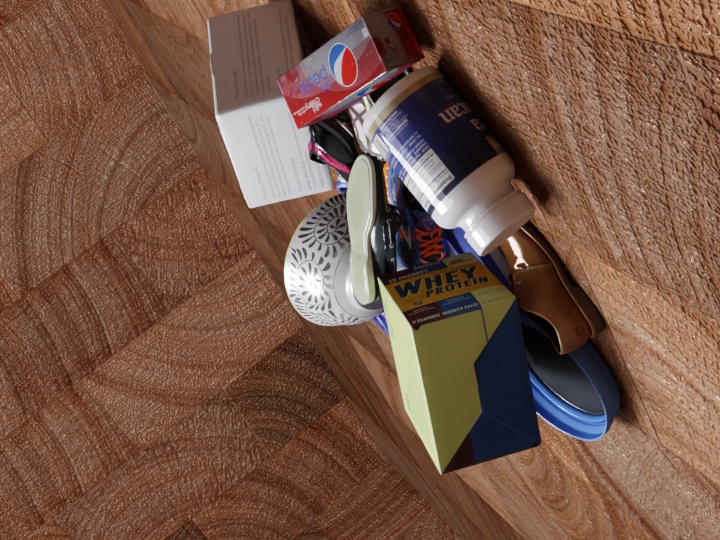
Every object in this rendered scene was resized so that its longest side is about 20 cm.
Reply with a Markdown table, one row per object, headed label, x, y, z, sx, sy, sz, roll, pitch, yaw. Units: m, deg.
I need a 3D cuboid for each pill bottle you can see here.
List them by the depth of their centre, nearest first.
| label | x | y | z | sx | sy | sz | roll | pitch | yaw |
| --- | --- | --- | --- | --- | --- | --- | --- | --- | --- |
| pill bottle | 0.103 | -0.119 | 1.353 | 0.201 | 0.111 | 0.111 | 52 | 170 | 10 |

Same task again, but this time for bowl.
| label | x | y | z | sx | sy | sz | roll | pitch | yaw |
| --- | --- | --- | --- | --- | --- | --- | --- | --- | --- |
| bowl | 0.256 | 0.133 | 1.589 | 0.200 | 0.039 | 0.201 | 42 | 157 | 22 |
| bowl | 0.000 | 0.000 | 1.703 | 0.094 | 0.200 | 0.202 | 32 | 157 | 51 |

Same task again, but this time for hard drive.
| label | x | y | z | sx | sy | sz | roll | pitch | yaw |
| --- | --- | --- | --- | --- | --- | --- | --- | --- | --- |
| hard drive | 0.184 | 0.013 | 1.659 | 0.201 | 0.025 | 0.132 | 56 | 170 | -12 |

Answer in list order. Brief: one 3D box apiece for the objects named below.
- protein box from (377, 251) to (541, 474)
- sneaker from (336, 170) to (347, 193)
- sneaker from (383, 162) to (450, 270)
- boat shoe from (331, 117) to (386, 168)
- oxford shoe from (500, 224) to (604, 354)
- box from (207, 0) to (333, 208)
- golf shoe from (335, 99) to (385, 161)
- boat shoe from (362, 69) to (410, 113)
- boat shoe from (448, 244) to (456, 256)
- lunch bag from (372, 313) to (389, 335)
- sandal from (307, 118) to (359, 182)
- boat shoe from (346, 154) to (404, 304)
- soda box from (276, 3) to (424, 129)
| label | x | y | z | sx | sy | sz | roll | pitch | yaw |
| --- | --- | --- | --- | --- | --- | --- | --- | --- | --- |
| protein box | 0.122 | 0.110 | 1.531 | 0.200 | 0.133 | 0.201 | -123 | 20 | -71 |
| sneaker | -0.010 | -0.162 | 1.787 | 0.201 | 0.088 | 0.075 | 53 | 173 | 20 |
| sneaker | 0.081 | -0.061 | 1.638 | 0.078 | 0.075 | 0.202 | -179 | 70 | -73 |
| boat shoe | 0.010 | -0.174 | 1.701 | 0.201 | 0.072 | 0.076 | 54 | 170 | -2 |
| oxford shoe | 0.202 | 0.010 | 1.446 | 0.201 | 0.071 | 0.071 | 54 | 172 | 10 |
| box | -0.128 | -0.235 | 1.721 | 0.201 | 0.129 | 0.201 | 75 | -176 | -52 |
| golf shoe | 0.014 | -0.212 | 1.561 | 0.200 | 0.077 | 0.089 | 44 | 157 | 37 |
| boat shoe | 0.041 | -0.202 | 1.466 | 0.201 | 0.073 | 0.065 | 56 | 175 | -12 |
| boat shoe | 0.120 | -0.009 | 1.761 | 0.201 | 0.071 | 0.060 | 57 | 176 | 4 |
| lunch bag | 0.050 | -0.007 | 1.849 | 0.200 | 0.150 | 0.094 | 47 | 169 | 35 |
| sandal | -0.036 | -0.151 | 1.629 | 0.075 | 0.045 | 0.200 | 30 | 166 | 35 |
| boat shoe | 0.026 | -0.056 | 1.599 | 0.074 | 0.065 | 0.202 | 25 | 121 | 60 |
| soda box | -0.015 | -0.232 | 1.405 | 0.199 | 0.063 | 0.071 | -22 | 93 | 55 |
